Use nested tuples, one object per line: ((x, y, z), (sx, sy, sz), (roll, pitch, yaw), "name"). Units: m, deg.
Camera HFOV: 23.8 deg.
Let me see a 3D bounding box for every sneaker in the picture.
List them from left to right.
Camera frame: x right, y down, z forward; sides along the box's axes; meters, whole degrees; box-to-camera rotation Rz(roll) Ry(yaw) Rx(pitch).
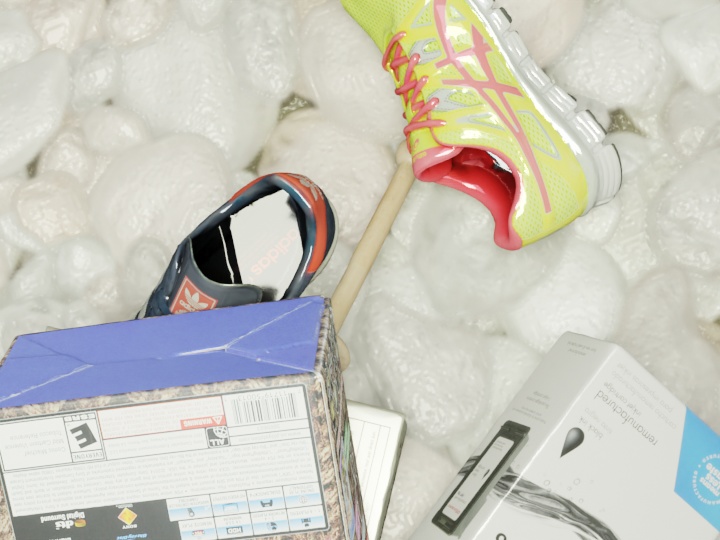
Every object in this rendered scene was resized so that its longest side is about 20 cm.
((-0.086, 0.030, 0.856), (0.075, 0.085, 0.201), (33, 83, 7), "sneaker")
((0.050, -0.094, 0.941), (0.090, 0.078, 0.200), (-41, 81, -22), "sneaker")

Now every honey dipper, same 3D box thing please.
((0.000, 0.000, 0.920), (0.038, 0.038, 0.201), (25, 54, 6), "honey dipper")

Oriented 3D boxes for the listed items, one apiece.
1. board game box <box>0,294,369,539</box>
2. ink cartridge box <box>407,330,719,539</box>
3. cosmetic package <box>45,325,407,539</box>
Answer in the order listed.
((-0.078, 0.129, 0.805), (0.158, 0.097, 0.202), (-7, 109, 5), "board game box")
((0.100, 0.147, 0.892), (0.116, 0.068, 0.200), (40, 83, -17), "ink cartridge box")
((-0.082, 0.106, 0.921), (0.198, 0.073, 0.104), (14, 80, 4), "cosmetic package")
